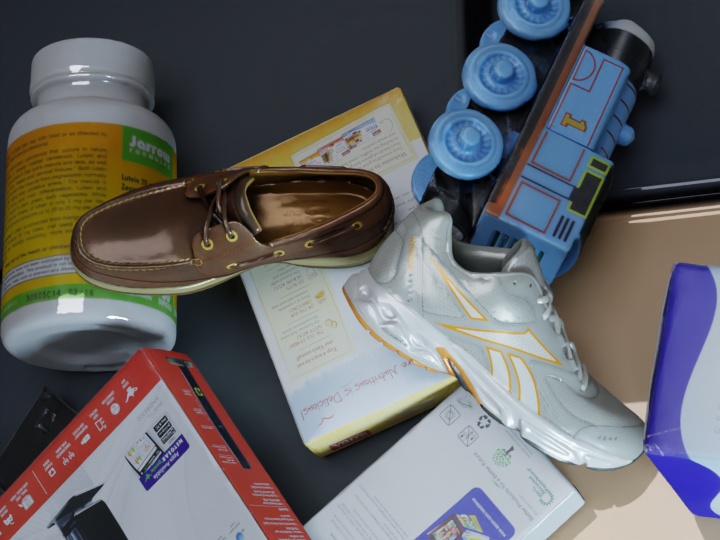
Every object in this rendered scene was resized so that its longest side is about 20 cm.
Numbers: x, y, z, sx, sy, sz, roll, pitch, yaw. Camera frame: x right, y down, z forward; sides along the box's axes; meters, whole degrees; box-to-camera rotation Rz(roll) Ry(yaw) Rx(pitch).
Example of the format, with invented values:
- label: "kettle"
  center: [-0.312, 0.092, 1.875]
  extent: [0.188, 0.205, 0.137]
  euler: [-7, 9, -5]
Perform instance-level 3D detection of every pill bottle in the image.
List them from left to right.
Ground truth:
- label: "pill bottle"
  center: [-0.175, -0.044, 1.184]
  extent: [0.111, 0.111, 0.200]
  euler: [-8, 69, 15]

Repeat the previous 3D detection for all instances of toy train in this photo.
- label: "toy train"
  center: [0.110, -0.091, 1.116]
  extent: [0.114, 0.087, 0.200]
  euler: [26, 67, 2]

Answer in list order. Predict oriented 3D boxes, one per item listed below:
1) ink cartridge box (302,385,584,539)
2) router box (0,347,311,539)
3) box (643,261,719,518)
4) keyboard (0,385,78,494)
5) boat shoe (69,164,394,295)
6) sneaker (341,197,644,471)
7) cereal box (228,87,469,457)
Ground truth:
- label: "ink cartridge box"
  center: [0.027, 0.165, 1.083]
  extent: [0.200, 0.039, 0.099]
  euler: [-40, 64, -1]
- label: "router box"
  center: [-0.136, 0.178, 1.094]
  extent: [0.200, 0.049, 0.180]
  euler: [-46, 62, 17]
- label: "box"
  center: [0.265, 0.079, 0.958]
  extent: [0.200, 0.184, 0.105]
  euler: [7, 75, 21]
- label: "keyboard"
  center: [-0.138, 0.139, 1.151]
  extent: [0.200, 0.021, 0.127]
  euler: [36, 97, 25]
- label: "boat shoe"
  center: [-0.077, -0.033, 1.098]
  extent: [0.200, 0.068, 0.072]
  euler: [-7, 70, -5]
- label: "sneaker"
  center: [0.093, 0.036, 1.046]
  extent: [0.200, 0.076, 0.092]
  euler: [33, 102, -7]
- label: "cereal box"
  center: [0.000, 0.000, 1.151]
  extent: [0.144, 0.040, 0.200]
  euler: [-24, 66, 6]
